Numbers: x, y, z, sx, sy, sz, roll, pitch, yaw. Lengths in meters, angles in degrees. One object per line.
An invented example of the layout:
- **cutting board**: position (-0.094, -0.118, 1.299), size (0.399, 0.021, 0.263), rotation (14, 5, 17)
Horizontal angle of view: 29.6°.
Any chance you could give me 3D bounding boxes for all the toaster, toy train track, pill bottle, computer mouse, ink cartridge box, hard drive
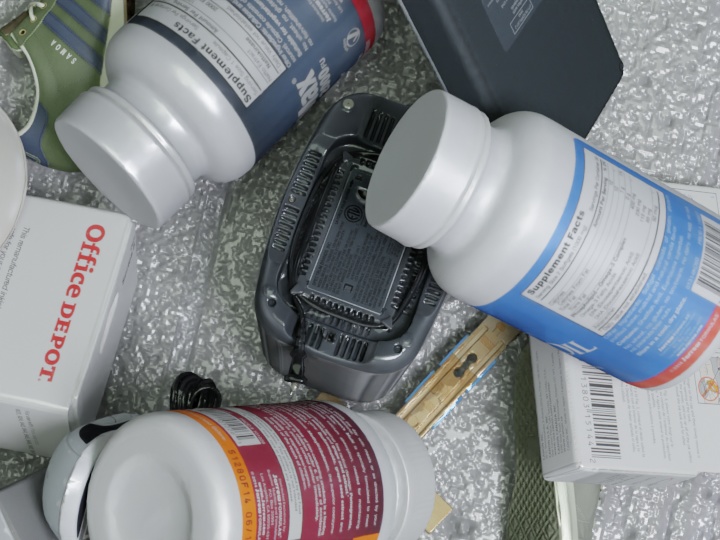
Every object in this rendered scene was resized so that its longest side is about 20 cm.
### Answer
- **toaster**: position (0.000, 0.000, 0.851), size (0.113, 0.129, 0.201), rotation (18, 71, 2)
- **toy train track**: position (0.040, 0.097, 0.910), size (0.115, 0.033, 0.200), rotation (43, 82, 10)
- **pill bottle**: position (-0.049, 0.130, 0.779), size (0.109, 0.199, 0.111), rotation (-2, 87, 38)
- **computer mouse**: position (-0.145, 0.118, 0.828), size (0.044, 0.200, 0.111), rotation (16, 91, 15)
- **pill bottle**: position (0.107, -0.020, 0.760), size (0.199, 0.112, 0.113), rotation (26, 87, -19)
- **ink cartridge box**: position (0.191, 0.037, 0.878), size (0.175, 0.045, 0.202), rotation (7, 68, -25)
- **pill bottle**: position (-0.089, -0.127, 0.855), size (0.119, 0.120, 0.200), rotation (42, 72, 3)
- **hard drive**: position (0.089, -0.154, 0.809), size (0.140, 0.033, 0.201), rotation (-55, 130, -32)
- **ink cartridge box**: position (-0.254, 0.025, 0.860), size (0.198, 0.084, 0.146), rotation (11, 58, 1)

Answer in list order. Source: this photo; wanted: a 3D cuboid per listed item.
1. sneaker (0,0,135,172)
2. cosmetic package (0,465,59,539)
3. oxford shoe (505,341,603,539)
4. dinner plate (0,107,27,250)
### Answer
- **sneaker**: position (-0.196, -0.165, 0.905), size (0.089, 0.067, 0.202), rotation (2, 90, -5)
- **cosmetic package**: position (-0.216, 0.176, 0.819), size (0.106, 0.200, 0.091), rotation (-26, 85, 0)
- **oxford shoe**: position (0.133, 0.144, 0.889), size (0.057, 0.075, 0.202), rotation (4, 87, -26)
- **dinner plate**: position (-0.308, -0.056, 0.843), size (0.198, 0.024, 0.202), rotation (3, 58, -4)
